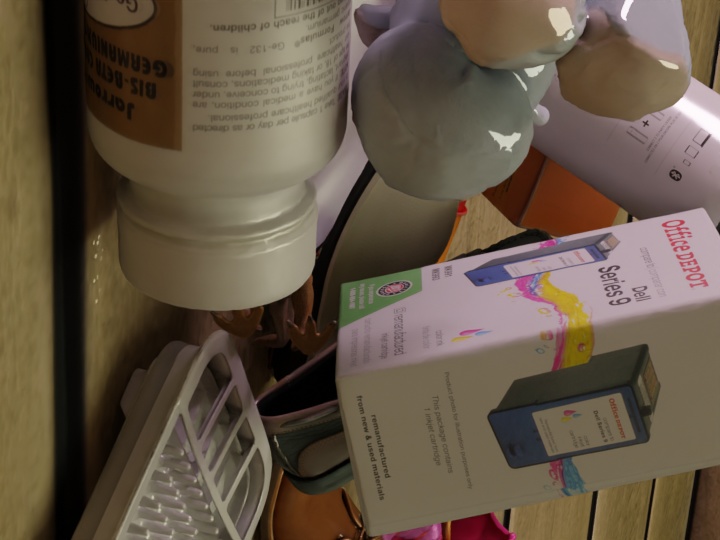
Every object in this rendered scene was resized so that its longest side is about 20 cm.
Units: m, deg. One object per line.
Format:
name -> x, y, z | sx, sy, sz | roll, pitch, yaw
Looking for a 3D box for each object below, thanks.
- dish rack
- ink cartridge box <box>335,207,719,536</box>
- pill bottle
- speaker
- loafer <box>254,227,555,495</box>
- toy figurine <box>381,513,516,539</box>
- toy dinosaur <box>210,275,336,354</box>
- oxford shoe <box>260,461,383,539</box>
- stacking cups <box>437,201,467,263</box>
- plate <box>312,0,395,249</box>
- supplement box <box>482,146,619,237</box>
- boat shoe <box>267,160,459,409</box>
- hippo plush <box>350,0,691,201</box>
dish rack -> -0.107, 0.142, 0.995 | 0.172, 0.043, 0.201 | 77, 30, -57
ink cartridge box -> 0.091, 0.046, 0.988 | 0.145, 0.198, 0.088 | -86, 165, -72
pill bottle -> -0.060, -0.092, 0.851 | 0.114, 0.113, 0.202 | -51, 149, -56
speaker -> 0.126, -0.093, 1.092 | 0.081, 0.199, 0.081 | -50, 165, -18
loafer -> 0.028, 0.042, 1.093 | 0.200, 0.072, 0.063 | -40, 127, 3
toy figurine -> 0.053, 0.122, 1.337 | 0.199, 0.149, 0.186 | 20, 79, -52
toy dinosaur -> -0.043, 0.002, 1.034 | 0.107, 0.060, 0.201 | -95, 177, -47
oxford shoe -> -0.017, 0.161, 1.262 | 0.201, 0.071, 0.072 | 72, 36, -57
stacking cups -> 0.016, 0.008, 1.208 | 0.202, 0.060, 0.060 | -70, 165, 15
plate -> 0.003, -0.116, 1.099 | 0.200, 0.032, 0.200 | -49, 160, -29
supplement box -> 0.092, -0.088, 1.233 | 0.200, 0.066, 0.069 | 48, -58, 58
boat shoe -> -0.002, 0.000, 1.128 | 0.073, 0.063, 0.203 | -1, 125, -33
hippo plush -> 0.047, -0.123, 0.842 | 0.161, 0.159, 0.201 | -40, -158, 46
